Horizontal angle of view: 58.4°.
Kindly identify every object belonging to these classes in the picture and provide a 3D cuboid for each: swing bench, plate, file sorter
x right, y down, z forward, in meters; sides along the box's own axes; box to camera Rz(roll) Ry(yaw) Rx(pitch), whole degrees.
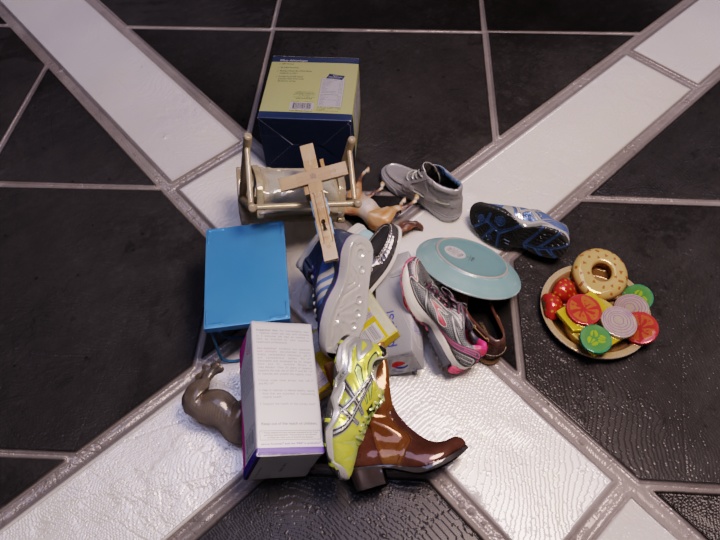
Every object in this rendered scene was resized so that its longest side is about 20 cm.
[{"bbox_3d":[-0.117,-0.149,1.156,0.193,0.200,0.134,-3,82,-15],"label":"swing bench"},{"bbox_3d":[0.194,-0.015,1.139,0.195,0.026,0.202,13,30,-7],"label":"plate"},{"bbox_3d":[-0.186,0.039,1.104,0.135,0.124,0.204,-7,53,-3],"label":"file sorter"}]

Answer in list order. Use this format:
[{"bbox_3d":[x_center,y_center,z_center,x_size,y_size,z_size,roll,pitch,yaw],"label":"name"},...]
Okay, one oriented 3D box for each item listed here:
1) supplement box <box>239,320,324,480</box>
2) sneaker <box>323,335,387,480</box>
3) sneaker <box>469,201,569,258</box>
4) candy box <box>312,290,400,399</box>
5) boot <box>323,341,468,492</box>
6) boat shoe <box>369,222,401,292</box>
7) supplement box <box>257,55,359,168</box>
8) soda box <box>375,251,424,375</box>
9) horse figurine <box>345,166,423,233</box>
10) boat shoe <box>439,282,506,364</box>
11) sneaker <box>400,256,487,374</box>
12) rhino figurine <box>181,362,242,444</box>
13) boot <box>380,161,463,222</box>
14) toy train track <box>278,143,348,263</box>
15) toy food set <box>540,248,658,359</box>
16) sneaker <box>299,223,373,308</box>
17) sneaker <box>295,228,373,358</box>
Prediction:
[{"bbox_3d":[-0.122,0.190,0.953,0.101,0.102,0.204,4,56,-21],"label":"supplement box"},{"bbox_3d":[-0.006,0.194,0.921,0.074,0.076,0.206,3,73,12],"label":"sneaker"},{"bbox_3d":[0.301,-0.082,1.223,0.196,0.077,0.077,23,34,18],"label":"sneaker"},{"bbox_3d":[-0.039,0.128,1.050,0.198,0.026,0.103,-38,51,0],"label":"candy box"},{"bbox_3d":[0.053,0.211,0.981,0.183,0.069,0.205,-16,70,5],"label":"boot"},{"bbox_3d":[0.000,0.000,1.111,0.203,0.060,0.074,-57,31,2],"label":"boat shoe"},{"bbox_3d":[-0.101,-0.337,1.372,0.194,0.136,0.204,3,53,4],"label":"supplement box"},{"bbox_3d":[0.066,0.071,1.098,0.067,0.064,0.204,-13,51,19],"label":"soda box"},{"bbox_3d":[0.030,-0.125,1.265,0.198,0.051,0.132,34,60,24],"label":"horse figurine"},{"bbox_3d":[0.197,0.060,1.111,0.069,0.071,0.202,-17,53,-13],"label":"boat shoe"},{"bbox_3d":[0.135,0.065,1.056,0.203,0.074,0.080,58,32,1],"label":"sneaker"},{"bbox_3d":[-0.192,0.223,1.007,0.197,0.060,0.088,27,56,13],"label":"rhino figurine"},{"bbox_3d":[0.123,-0.183,1.276,0.198,0.097,0.074,32,60,23],"label":"boot"},{"bbox_3d":[-0.065,-0.106,1.032,0.112,0.033,0.205,-13,71,0],"label":"toy train track"},{"bbox_3d":[0.412,0.064,1.115,0.196,0.049,0.199,-26,57,-17],"label":"toy food set"},{"bbox_3d":[-0.029,0.000,1.161,0.081,0.075,0.201,31,65,18],"label":"sneaker"},{"bbox_3d":[-0.056,0.032,1.060,0.145,0.079,0.206,8,84,51],"label":"sneaker"}]
